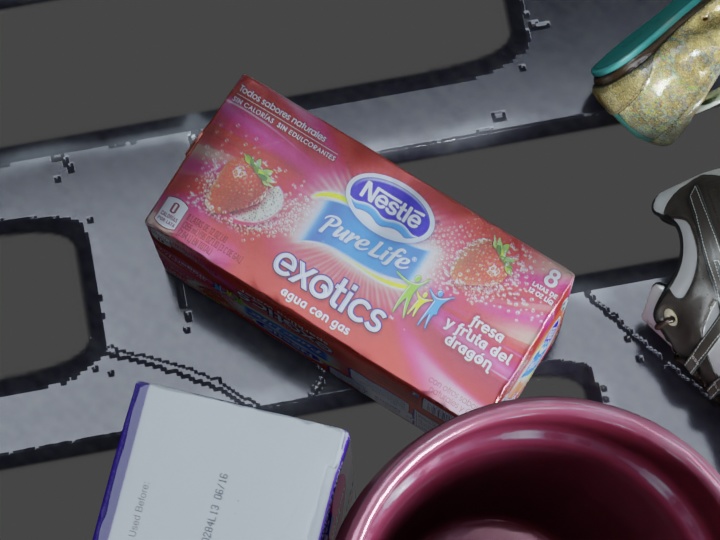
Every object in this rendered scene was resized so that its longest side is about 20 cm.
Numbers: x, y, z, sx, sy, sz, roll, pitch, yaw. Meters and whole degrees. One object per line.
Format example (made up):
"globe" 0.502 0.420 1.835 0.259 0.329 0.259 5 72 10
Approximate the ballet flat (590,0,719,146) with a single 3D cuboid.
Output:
"ballet flat" 0.207 -0.142 1.361 0.200 0.071 0.071 -44 79 -10

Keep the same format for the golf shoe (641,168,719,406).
"golf shoe" 0.193 0.044 1.314 0.094 0.078 0.200 -6 74 17

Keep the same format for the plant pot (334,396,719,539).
"plant pot" 0.075 0.167 1.212 0.200 0.179 0.200 1 79 -7

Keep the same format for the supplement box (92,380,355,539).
"supplement box" -0.062 0.128 1.222 0.103 0.200 0.101 13 78 3

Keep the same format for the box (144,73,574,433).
"box" 0.000 0.000 1.304 0.200 0.100 0.096 31 78 8
